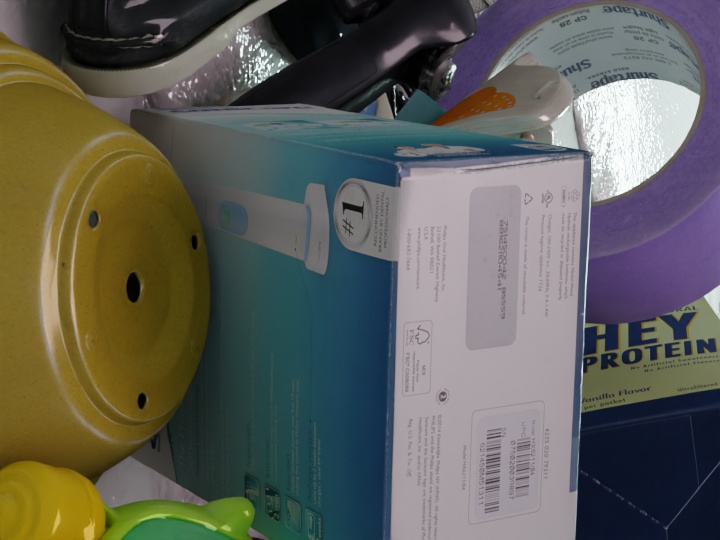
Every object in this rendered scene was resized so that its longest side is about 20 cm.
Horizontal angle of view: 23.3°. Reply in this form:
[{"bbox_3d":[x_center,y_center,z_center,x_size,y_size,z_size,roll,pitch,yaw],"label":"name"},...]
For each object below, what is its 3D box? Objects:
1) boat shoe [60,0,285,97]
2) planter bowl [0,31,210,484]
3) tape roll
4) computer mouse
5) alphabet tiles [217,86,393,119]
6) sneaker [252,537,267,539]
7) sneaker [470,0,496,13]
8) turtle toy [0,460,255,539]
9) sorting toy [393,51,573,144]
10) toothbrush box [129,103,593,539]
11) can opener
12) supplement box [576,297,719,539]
[{"bbox_3d":[-0.064,-0.143,0.720,0.199,0.074,0.067,-47,141,-46],"label":"boat shoe"},{"bbox_3d":[-0.108,0.006,0.603,0.200,0.083,0.202,-3,90,-65],"label":"planter bowl"},{"bbox_3d":[0.142,-0.076,1.009,0.085,0.198,0.201,47,47,-53],"label":"tape roll"},{"bbox_3d":[0.004,-0.116,0.910,0.200,0.034,0.059,41,51,-58],"label":"computer mouse"},{"bbox_3d":[0.000,0.000,0.841,0.199,0.015,0.197,-21,96,-49],"label":"alphabet tiles"},{"bbox_3d":[-0.015,0.166,0.829,0.199,0.074,0.088,-1,101,-58],"label":"sneaker"},{"bbox_3d":[0.048,-0.178,0.951,0.200,0.082,0.079,-1,89,-66],"label":"sneaker"},{"bbox_3d":[-0.089,0.163,0.578,0.201,0.101,0.146,-57,144,1],"label":"turtle toy"},{"bbox_3d":[0.054,-0.017,0.819,0.180,0.106,0.202,-53,148,-58],"label":"sorting toy"},{"bbox_3d":[-0.010,0.019,0.650,0.085,0.199,0.148,-5,101,-33],"label":"toothbrush box"},{"bbox_3d":[-0.014,-0.088,0.809,0.200,0.078,0.064,-44,168,-38],"label":"can opener"},{"bbox_3d":[0.168,0.138,1.049,0.200,0.133,0.202,-96,176,-72],"label":"supplement box"}]
